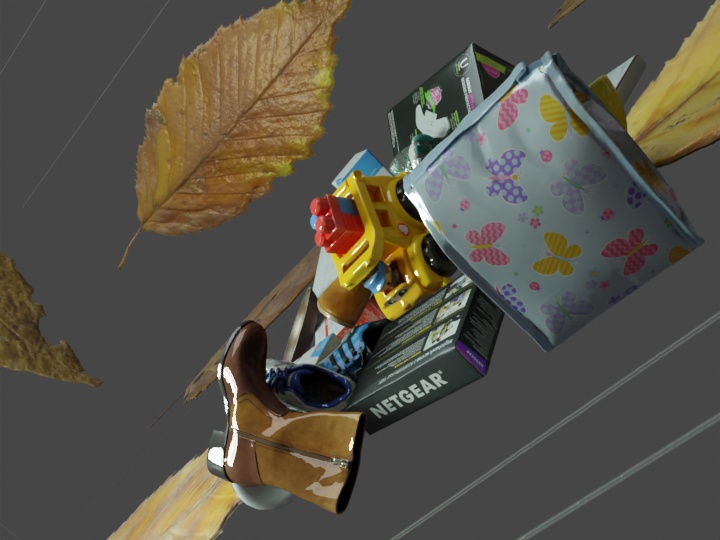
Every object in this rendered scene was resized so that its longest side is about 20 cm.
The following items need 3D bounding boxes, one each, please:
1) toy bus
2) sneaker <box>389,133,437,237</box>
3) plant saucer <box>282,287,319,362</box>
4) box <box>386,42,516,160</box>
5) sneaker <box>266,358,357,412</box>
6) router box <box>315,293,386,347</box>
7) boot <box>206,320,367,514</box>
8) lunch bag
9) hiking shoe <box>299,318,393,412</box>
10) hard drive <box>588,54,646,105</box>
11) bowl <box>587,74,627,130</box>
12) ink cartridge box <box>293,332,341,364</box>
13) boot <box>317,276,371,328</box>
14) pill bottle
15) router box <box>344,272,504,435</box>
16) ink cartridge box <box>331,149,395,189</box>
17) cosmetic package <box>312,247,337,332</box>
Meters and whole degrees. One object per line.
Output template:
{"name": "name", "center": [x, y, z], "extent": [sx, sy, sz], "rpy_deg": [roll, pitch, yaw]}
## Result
{"name": "toy bus", "center": [0.017, -0.032, 0.954], "extent": [0.189, 0.204, 0.135], "rpy_deg": [4, -33, -42]}
{"name": "sneaker", "center": [0.100, -0.095, 1.060], "extent": [0.076, 0.206, 0.090], "rpy_deg": [-13, -3, -40]}
{"name": "plant saucer", "center": [-0.116, 0.134, 1.361], "extent": [0.200, 0.031, 0.206], "rpy_deg": [-162, 89, -81]}
{"name": "box", "center": [0.162, -0.229, 1.116], "extent": [0.198, 0.146, 0.128], "rpy_deg": [-29, 61, 44]}
{"name": "sneaker", "center": [-0.087, 0.141, 0.899], "extent": [0.089, 0.194, 0.077], "rpy_deg": [75, -155, -60]}
{"name": "router box", "center": [-0.003, 0.074, 1.235], "extent": [0.180, 0.049, 0.200], "rpy_deg": [-47, 10, 5]}
{"name": "boot", "center": [-0.082, 0.155, 0.797], "extent": [0.196, 0.068, 0.193], "rpy_deg": [-1, 68, 36]}
{"name": "lunch bag", "center": [0.158, -0.064, 0.608], "extent": [0.169, 0.199, 0.128], "rpy_deg": [-42, 19, 27]}
{"name": "hiking shoe", "center": [-0.017, 0.135, 0.979], "extent": [0.086, 0.074, 0.201], "rpy_deg": [-37, 14, 47]}
{"name": "hard drive", "center": [0.329, -0.234, 1.075], "extent": [0.133, 0.027, 0.199], "rpy_deg": [-53, 12, -29]}
{"name": "bowl", "center": [0.212, -0.094, 0.747], "extent": [0.199, 0.108, 0.200], "rpy_deg": [-41, -3, -3]}
{"name": "ink cartridge box", "center": [-0.099, 0.197, 1.110], "extent": [0.199, 0.067, 0.117], "rpy_deg": [-39, 13, 38]}
{"name": "boot", "center": [0.001, 0.000, 1.098], "extent": [0.146, 0.070, 0.201], "rpy_deg": [-59, 0, 12]}
{"name": "pill bottle", "center": [-0.135, 0.245, 0.967], "extent": [0.107, 0.106, 0.200], "rpy_deg": [-48, 9, -11]}
{"name": "router box", "center": [0.077, 0.090, 0.817], "extent": [0.199, 0.051, 0.150], "rpy_deg": [-38, 15, 43]}
{"name": "ink cartridge box", "center": [0.046, -0.135, 1.403], "extent": [0.084, 0.200, 0.145], "rpy_deg": [-47, 10, -3]}
{"name": "cosmetic package", "center": [-0.043, 0.012, 1.458], "extent": [0.150, 0.051, 0.204], "rpy_deg": [-34, 38, 47]}
